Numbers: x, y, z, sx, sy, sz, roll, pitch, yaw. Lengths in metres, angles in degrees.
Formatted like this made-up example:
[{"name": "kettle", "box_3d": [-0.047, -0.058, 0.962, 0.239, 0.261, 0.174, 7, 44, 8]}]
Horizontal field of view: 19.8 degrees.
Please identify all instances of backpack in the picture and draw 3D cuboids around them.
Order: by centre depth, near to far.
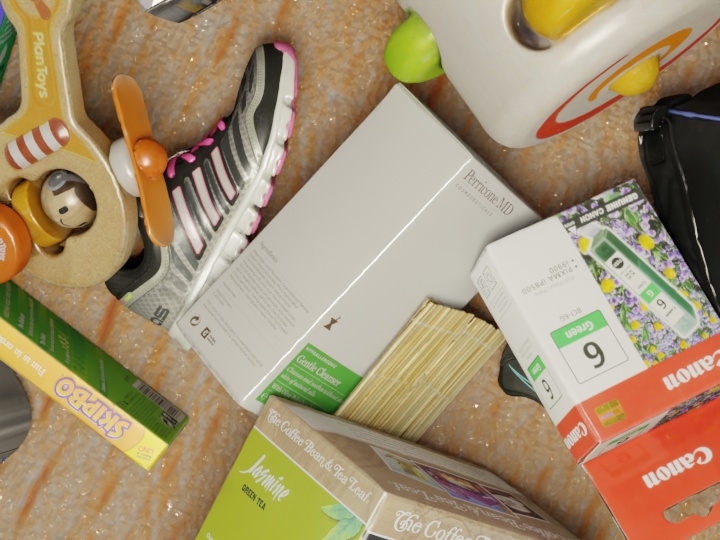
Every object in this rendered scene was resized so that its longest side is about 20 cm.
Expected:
[{"name": "backpack", "box_3d": [0.275, -0.017, 1.207, 0.147, 0.183, 0.200, -20, 103, -17]}]

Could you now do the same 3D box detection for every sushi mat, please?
[{"name": "sushi mat", "box_3d": [0.006, 0.101, 1.270, 0.200, 0.096, 0.012, -51, 54, 10]}]

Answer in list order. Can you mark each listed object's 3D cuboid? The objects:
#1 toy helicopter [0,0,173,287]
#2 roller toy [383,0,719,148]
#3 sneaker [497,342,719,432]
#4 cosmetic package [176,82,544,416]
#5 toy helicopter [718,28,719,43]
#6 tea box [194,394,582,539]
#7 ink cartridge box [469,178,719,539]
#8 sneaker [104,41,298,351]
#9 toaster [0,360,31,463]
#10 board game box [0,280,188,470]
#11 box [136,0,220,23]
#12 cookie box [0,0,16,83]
[{"name": "toy helicopter", "box_3d": [-0.170, -0.085, 1.202, 0.132, 0.079, 0.200, 6, 112, 21]}, {"name": "roller toy", "box_3d": [0.127, -0.162, 1.187, 0.182, 0.200, 0.140, -29, 81, -33]}, {"name": "sneaker", "box_3d": [0.178, 0.086, 1.282, 0.200, 0.075, 0.079, 32, 111, 4]}, {"name": "cosmetic package", "box_3d": [0.000, 0.000, 1.244, 0.200, 0.108, 0.085, -47, 53, 7]}, {"name": "toy helicopter", "box_3d": [0.286, -0.168, 1.181, 0.132, 0.200, 0.079, -39, 93, -12]}, {"name": "tea box", "box_3d": [0.007, 0.207, 1.214, 0.200, 0.134, 0.197, 23, 98, -39]}, {"name": "ink cartridge box", "box_3d": [0.161, 0.057, 1.207, 0.109, 0.050, 0.200, -24, 74, -19]}, {"name": "sneaker", "box_3d": [-0.101, -0.054, 1.270, 0.087, 0.074, 0.200, 22, 100, -6]}, {"name": "toaster", "box_3d": [-0.296, 0.061, 1.262, 0.114, 0.129, 0.200, -36, 92, 4]}, {"name": "board game box", "box_3d": [-0.196, 0.047, 1.272, 0.200, 0.096, 0.030, 40, 96, -1]}, {"name": "box", "box_3d": [-0.145, -0.245, 1.214, 0.048, 0.158, 0.200, -29, 94, 5]}, {"name": "cookie box", "box_3d": [-0.287, -0.183, 1.248, 0.171, 0.075, 0.200, 21, 109, 0]}]
